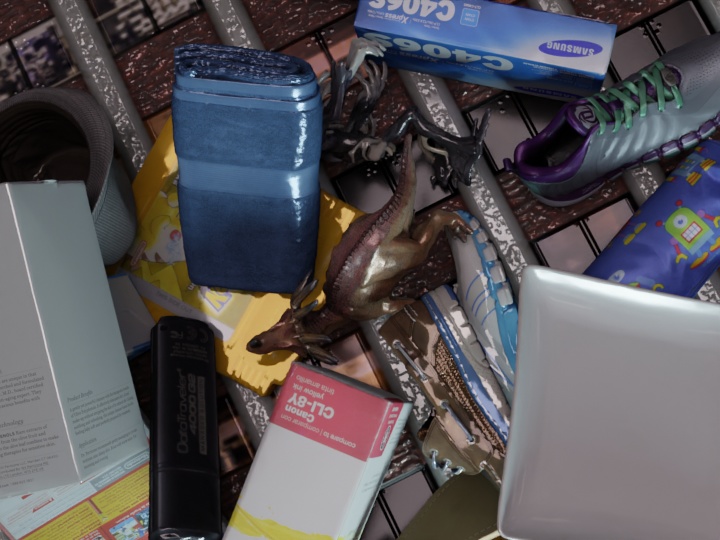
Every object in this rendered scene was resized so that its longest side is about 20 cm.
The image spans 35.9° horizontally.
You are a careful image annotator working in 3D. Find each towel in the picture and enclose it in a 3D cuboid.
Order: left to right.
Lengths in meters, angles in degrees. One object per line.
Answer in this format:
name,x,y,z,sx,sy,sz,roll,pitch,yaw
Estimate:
towel,-0.084,-0.073,0.845,0.112,0.049,0.200,8,128,6

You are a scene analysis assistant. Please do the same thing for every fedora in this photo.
fedora,-0.247,-0.056,0.908,0.200,0.090,0.177,27,88,38

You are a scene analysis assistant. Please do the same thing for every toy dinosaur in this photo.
toy dinosaur,0.000,0.000,0.842,0.086,0.135,0.200,43,124,34

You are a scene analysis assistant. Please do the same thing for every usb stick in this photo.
usb stick,-0.134,0.120,0.841,0.055,0.033,0.200,12,47,-23

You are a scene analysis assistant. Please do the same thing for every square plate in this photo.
square plate,0.199,0.108,0.791,0.200,0.028,0.198,11,69,-7

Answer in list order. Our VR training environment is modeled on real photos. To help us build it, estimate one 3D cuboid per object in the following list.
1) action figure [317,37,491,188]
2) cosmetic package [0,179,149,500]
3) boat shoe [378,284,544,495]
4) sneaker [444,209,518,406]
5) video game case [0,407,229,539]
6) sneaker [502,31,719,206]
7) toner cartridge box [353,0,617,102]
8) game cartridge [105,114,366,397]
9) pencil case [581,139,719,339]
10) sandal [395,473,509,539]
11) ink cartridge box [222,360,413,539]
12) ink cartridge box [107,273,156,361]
action figure,0.001,-0.130,0.897,0.200,0.119,0.102,14,95,-1
cosmetic package,-0.222,0.044,0.759,0.085,0.108,0.200,-15,89,15
boat shoe,0.078,0.114,0.825,0.072,0.072,0.200,-26,84,3
sneaker,0.090,0.051,0.884,0.087,0.075,0.200,-20,81,10
video game case,-0.202,0.187,0.873,0.143,0.017,0.200,-31,115,2
sneaker,0.206,-0.117,0.852,0.200,0.088,0.074,-36,67,20
toner cartridge box,0.099,-0.183,0.898,0.200,0.095,0.043,12,86,9
game cartridge,-0.113,-0.013,0.935,0.200,0.032,0.176,28,87,10
pencil case,0.236,-0.006,0.868,0.087,0.078,0.200,41,89,19
sandal,0.076,0.222,0.870,0.212,0.078,0.070,-33,122,-19
ink cartridge box,-0.039,0.178,0.845,0.083,0.145,0.200,21,86,10
ink cartridge box,-0.272,0.084,0.888,0.200,0.116,0.068,-31,87,14
